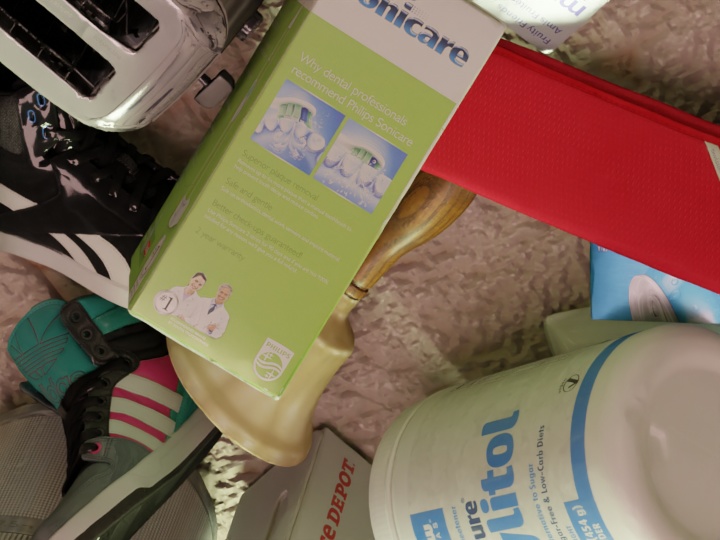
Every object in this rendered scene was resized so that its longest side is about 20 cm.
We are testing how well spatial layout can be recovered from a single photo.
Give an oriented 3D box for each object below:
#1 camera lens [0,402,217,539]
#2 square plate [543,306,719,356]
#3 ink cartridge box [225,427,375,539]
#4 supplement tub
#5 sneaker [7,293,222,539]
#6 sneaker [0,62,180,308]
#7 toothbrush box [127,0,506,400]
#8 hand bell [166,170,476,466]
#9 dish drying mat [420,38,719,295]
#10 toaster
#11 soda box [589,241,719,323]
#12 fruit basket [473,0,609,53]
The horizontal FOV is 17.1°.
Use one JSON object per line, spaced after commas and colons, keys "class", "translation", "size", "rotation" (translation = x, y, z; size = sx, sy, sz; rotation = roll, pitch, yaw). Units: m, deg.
{"class": "camera lens", "translation": [-0.174, 0.184, 1.344], "size": [0.158, 0.201, 0.161], "rotation": [6, 126, 9]}
{"class": "square plate", "translation": [0.218, 0.092, 1.297], "size": [0.198, 0.029, 0.199], "rotation": [-11, 121, 20]}
{"class": "ink cartridge box", "translation": [0.012, 0.209, 1.353], "size": [0.200, 0.145, 0.084], "rotation": [42, 123, -16]}
{"class": "supplement tub", "translation": [0.111, 0.109, 1.231], "size": [0.132, 0.132, 0.199], "rotation": [45, 144, -18]}
{"class": "sneaker", "translation": [-0.147, 0.076, 1.278], "size": [0.120, 0.200, 0.084], "rotation": [39, 125, 4]}
{"class": "sneaker", "translation": [-0.130, -0.050, 1.234], "size": [0.198, 0.073, 0.113], "rotation": [15, 127, 19]}
{"class": "toothbrush box", "translation": [-0.026, -0.057, 1.131], "size": [0.086, 0.146, 0.201], "rotation": [29, 95, -9]}
{"class": "hand bell", "translation": [0.000, 0.000, 1.265], "size": [0.104, 0.104, 0.200], "rotation": [40, 110, -15]}
{"class": "dish drying mat", "translation": [0.119, -0.052, 1.166], "size": [0.199, 0.018, 0.077], "rotation": [24, 88, 19]}
{"class": "toaster", "translation": [-0.132, -0.162, 1.140], "size": [0.200, 0.130, 0.113], "rotation": [41, 122, -16]}
{"class": "soda box", "translation": [0.215, -0.011, 1.193], "size": [0.198, 0.068, 0.065], "rotation": [1, 106, 12]}
{"class": "fruit basket", "translation": [0.072, -0.195, 1.092], "size": [0.185, 0.094, 0.200], "rotation": [33, 132, -17]}
